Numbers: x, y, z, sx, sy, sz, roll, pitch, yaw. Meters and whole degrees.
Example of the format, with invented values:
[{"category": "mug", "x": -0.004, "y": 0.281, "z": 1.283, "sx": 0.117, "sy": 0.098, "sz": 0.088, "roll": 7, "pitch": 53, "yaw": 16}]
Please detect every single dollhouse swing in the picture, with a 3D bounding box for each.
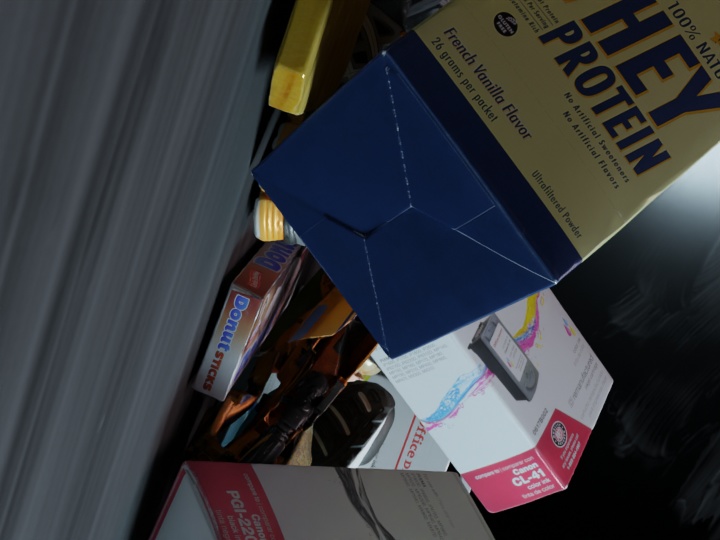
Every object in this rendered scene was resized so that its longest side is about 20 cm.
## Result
[{"category": "dollhouse swing", "x": 0.057, "y": -0.164, "z": 0.841, "sx": 0.200, "sy": 0.181, "sz": 0.177, "roll": -53, "pitch": 148, "yaw": -80}]

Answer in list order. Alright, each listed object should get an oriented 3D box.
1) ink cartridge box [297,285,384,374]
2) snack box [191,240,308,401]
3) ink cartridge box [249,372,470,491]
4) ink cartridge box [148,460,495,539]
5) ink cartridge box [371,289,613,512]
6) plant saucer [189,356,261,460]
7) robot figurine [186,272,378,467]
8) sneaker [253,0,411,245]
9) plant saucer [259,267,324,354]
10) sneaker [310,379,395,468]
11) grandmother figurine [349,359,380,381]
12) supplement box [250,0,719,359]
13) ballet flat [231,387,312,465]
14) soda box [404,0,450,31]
[{"category": "ink cartridge box", "x": -0.019, "y": 0.137, "z": 1.496, "sx": 0.145, "sy": 0.147, "sz": 0.201, "roll": 78, "pitch": 32, "yaw": -84}, {"category": "snack box", "x": -0.064, "y": 0.017, "z": 1.061, "sx": 0.200, "sy": 0.024, "sz": 0.072, "roll": -60, "pitch": 174, "yaw": -72}, {"category": "ink cartridge box", "x": 0.000, "y": 0.143, "z": 1.381, "sx": 0.068, "sy": 0.199, "sz": 0.116, "roll": 88, "pitch": 23, "yaw": -82}, {"category": "ink cartridge box", "x": -0.032, "y": 0.199, "z": 1.016, "sx": 0.085, "sy": 0.199, "sz": 0.146, "roll": 57, "pitch": -49, "yaw": 44}, {"category": "ink cartridge box", "x": 0.101, "y": 0.067, "z": 1.305, "sx": 0.085, "sy": 0.200, "sz": 0.148, "roll": -22, "pitch": -158, "yaw": 38}, {"category": "plant saucer", "x": -0.113, "y": 0.147, "z": 1.140, "sx": 0.070, "sy": 0.019, "sz": 0.200, "roll": 107, "pitch": 5, "yaw": -45}, {"category": "robot figurine", "x": -0.043, "y": 0.069, "z": 1.076, "sx": 0.200, "sy": 0.058, "sz": 0.145, "roll": -51, "pitch": -176, "yaw": -23}, {"category": "sneaker", "x": 0.001, "y": -0.101, "z": 0.980, "sx": 0.078, "sy": 0.077, "sz": 0.201, "roll": 85, "pitch": 24, "yaw": -79}, {"category": "plant saucer", "x": 0.000, "y": 0.000, "z": 1.277, "sx": 0.200, "sy": 0.031, "sz": 0.200, "roll": -46, "pitch": -173, "yaw": 8}, {"category": "sneaker", "x": -0.034, "y": 0.159, "z": 1.212, "sx": 0.200, "sy": 0.079, "sz": 0.074, "roll": -54, "pitch": -132, "yaw": 23}, {"category": "grandmother figurine", "x": -0.063, "y": 0.143, "z": 1.286, "sx": 0.200, "sy": 0.060, "sz": 0.121, "roll": -52, "pitch": 162, "yaw": -4}, {"category": "supplement box", "x": 0.083, "y": -0.079, "z": 0.862, "sx": 0.200, "sy": 0.134, "sz": 0.200, "roll": -38, "pitch": -177, "yaw": -26}, {"category": "ballet flat", "x": -0.075, "y": 0.171, "z": 1.134, "sx": 0.071, "sy": 0.070, "sz": 0.200, "roll": 107, "pitch": 7, "yaw": -51}, {"category": "soda box", "x": 0.028, "y": -0.126, "z": 1.157, "sx": 0.063, "sy": 0.071, "sz": 0.200, "roll": 58, "pitch": 33, "yaw": -27}]
